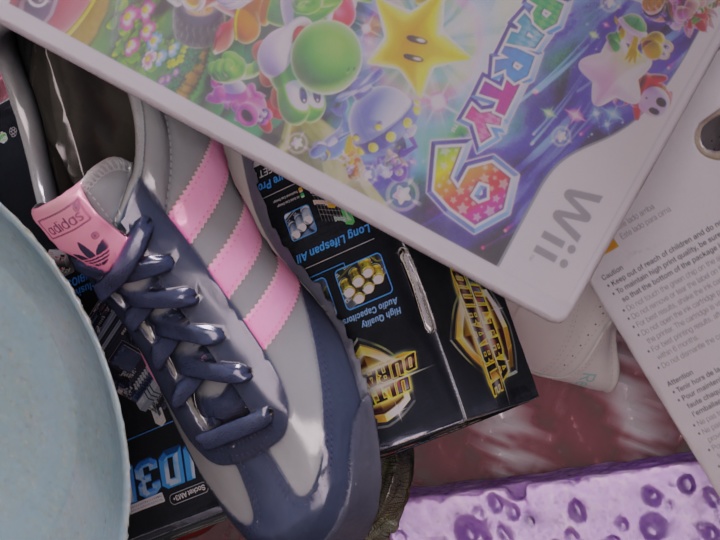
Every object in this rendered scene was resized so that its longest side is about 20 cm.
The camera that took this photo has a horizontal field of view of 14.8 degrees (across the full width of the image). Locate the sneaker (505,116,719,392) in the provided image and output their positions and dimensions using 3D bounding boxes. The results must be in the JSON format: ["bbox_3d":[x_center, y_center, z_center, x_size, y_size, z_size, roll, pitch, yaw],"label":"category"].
[{"bbox_3d":[0.108,-0.051,0.967,0.088,0.075,0.200,30,97,-16],"label":"sneaker"}]

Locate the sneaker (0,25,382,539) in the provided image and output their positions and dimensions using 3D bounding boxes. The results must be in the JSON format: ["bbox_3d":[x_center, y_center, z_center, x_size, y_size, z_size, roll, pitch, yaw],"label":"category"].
[{"bbox_3d":[-0.062,0.002,0.844,0.070,0.082,0.200,-31,78,33],"label":"sneaker"}]

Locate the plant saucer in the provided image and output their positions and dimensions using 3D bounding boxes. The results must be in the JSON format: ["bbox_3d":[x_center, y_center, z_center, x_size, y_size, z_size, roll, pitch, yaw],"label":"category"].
[{"bbox_3d":[-0.151,0.046,0.898,0.200,0.039,0.202,9,110,26],"label":"plant saucer"}]

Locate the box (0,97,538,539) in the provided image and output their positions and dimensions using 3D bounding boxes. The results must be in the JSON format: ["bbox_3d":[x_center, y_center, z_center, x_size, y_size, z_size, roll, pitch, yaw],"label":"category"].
[{"bbox_3d":[-0.054,0.001,0.918,0.200,0.046,0.159,-24,82,35],"label":"box"}]

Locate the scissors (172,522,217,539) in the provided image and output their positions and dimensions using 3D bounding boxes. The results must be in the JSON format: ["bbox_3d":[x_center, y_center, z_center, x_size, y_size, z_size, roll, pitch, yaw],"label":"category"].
[{"bbox_3d":[-0.081,0.005,1.005,0.073,0.014,0.200,-25,91,8],"label":"scissors"}]

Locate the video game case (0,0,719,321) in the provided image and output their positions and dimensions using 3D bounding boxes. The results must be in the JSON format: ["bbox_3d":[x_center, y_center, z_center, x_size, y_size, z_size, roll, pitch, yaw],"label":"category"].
[{"bbox_3d":[0.009,-0.092,0.810,0.200,0.018,0.143,28,93,-16],"label":"video game case"}]

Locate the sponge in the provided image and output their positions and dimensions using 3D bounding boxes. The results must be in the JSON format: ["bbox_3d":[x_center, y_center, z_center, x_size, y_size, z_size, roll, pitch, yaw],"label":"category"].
[{"bbox_3d":[0.113,0.122,0.991,0.199,0.030,0.112,-8,93,4],"label":"sponge"}]

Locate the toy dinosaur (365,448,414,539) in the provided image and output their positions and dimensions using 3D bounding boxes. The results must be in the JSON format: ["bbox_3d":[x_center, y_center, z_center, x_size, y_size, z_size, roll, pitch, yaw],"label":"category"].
[{"bbox_3d":[0.000,0.000,0.960,0.047,0.088,0.201,-8,92,2],"label":"toy dinosaur"}]

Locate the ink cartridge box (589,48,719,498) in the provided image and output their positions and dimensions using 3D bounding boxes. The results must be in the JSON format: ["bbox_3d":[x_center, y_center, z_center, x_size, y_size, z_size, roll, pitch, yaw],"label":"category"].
[{"bbox_3d":[0.173,0.006,0.867,0.196,0.043,0.200,-32,89,44],"label":"ink cartridge box"}]
